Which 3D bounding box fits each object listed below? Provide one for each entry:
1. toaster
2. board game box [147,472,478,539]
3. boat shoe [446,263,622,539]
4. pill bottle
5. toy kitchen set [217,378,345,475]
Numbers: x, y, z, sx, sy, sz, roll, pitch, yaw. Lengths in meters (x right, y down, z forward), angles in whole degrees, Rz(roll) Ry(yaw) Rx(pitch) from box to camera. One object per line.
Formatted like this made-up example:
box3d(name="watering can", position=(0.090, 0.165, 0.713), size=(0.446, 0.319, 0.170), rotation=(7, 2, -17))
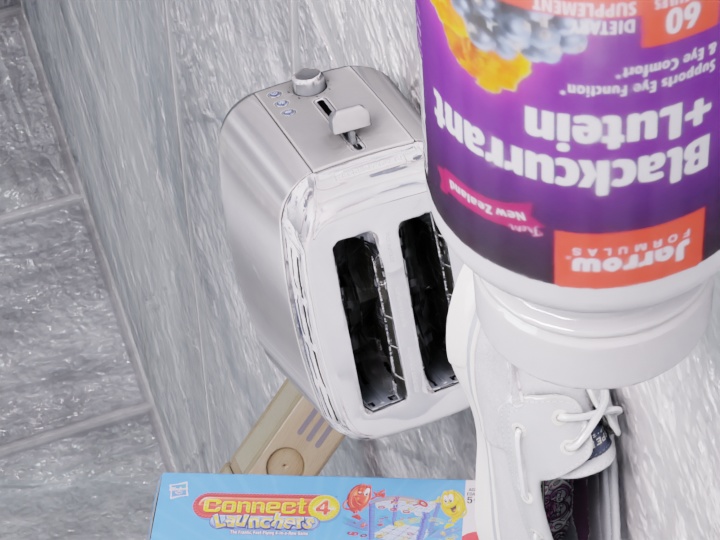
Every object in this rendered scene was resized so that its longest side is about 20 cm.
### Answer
box3d(name="toaster", position=(0.000, 0.000, 1.206), size=(0.129, 0.113, 0.202), rotation=(-131, 28, -62))
box3d(name="board game box", position=(-0.010, 0.200, 1.315), size=(0.197, 0.198, 0.056), rotation=(85, -171, -45))
box3d(name="boat shoe", position=(0.083, 0.067, 1.004), size=(0.068, 0.072, 0.201), rotation=(34, 137, 40))
box3d(name="pill bottle", position=(0.073, -0.058, 0.720), size=(0.201, 0.110, 0.112), rotation=(84, 165, -47))
box3d(name="toy kitchen set", position=(-0.003, 0.203, 1.656), size=(0.199, 0.181, 0.163), rotation=(35, -179, -13))
